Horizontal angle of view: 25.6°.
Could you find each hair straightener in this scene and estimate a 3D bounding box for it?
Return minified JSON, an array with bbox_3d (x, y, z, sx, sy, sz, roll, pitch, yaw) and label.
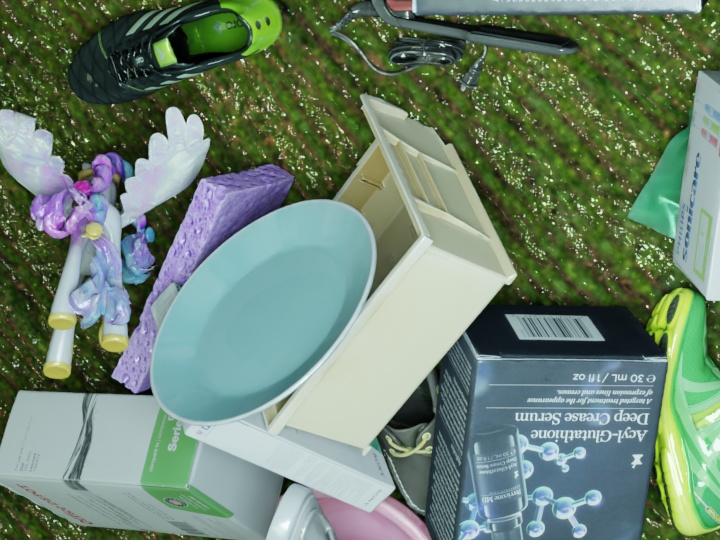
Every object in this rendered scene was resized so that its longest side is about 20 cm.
[{"bbox_3d":[0.071,-0.175,1.223,0.200,0.041,0.077,3,108,17],"label":"hair straightener"}]

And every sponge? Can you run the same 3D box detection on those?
[{"bbox_3d":[-0.129,0.005,1.311,0.030,0.112,0.200,35,115,17],"label":"sponge"}]

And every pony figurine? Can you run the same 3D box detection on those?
[{"bbox_3d":[-0.212,-0.036,1.261,0.166,0.200,0.193,6,154,-10],"label":"pony figurine"}]

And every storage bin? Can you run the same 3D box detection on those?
[{"bbox_3d":[0.000,0.000,1.217,0.094,0.199,0.200,21,120,-31],"label":"storage bin"}]

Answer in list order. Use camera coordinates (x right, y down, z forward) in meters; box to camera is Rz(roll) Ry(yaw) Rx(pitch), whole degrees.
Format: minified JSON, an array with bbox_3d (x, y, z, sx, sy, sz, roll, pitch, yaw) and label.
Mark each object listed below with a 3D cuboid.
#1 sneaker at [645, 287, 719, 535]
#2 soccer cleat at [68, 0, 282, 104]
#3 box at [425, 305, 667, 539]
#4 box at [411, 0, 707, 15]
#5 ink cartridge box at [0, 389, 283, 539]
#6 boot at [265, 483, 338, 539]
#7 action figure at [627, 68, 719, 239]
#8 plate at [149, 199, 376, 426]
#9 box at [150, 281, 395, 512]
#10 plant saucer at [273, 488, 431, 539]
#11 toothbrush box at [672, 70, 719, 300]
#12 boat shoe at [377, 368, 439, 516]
[{"bbox_3d":[0.269,0.107,1.248,0.083,0.074,0.200,-9,103,-5],"label":"sneaker"},{"bbox_3d":[-0.159,-0.179,1.275,0.200,0.081,0.068,-15,103,22],"label":"soccer cleat"},{"bbox_3d":[0.140,0.137,1.235,0.148,0.107,0.200,1,111,-10],"label":"box"},{"bbox_3d":[0.148,-0.242,1.116,0.200,0.148,0.107,2,108,17],"label":"box"},{"bbox_3d":[-0.186,0.166,1.347,0.200,0.146,0.084,1,65,26],"label":"ink cartridge box"},{"bbox_3d":[-0.018,0.231,1.265,0.095,0.200,0.074,19,71,12],"label":"boot"},{"bbox_3d":[0.286,-0.109,1.168,0.118,0.055,0.200,22,113,12],"label":"action figure"},{"bbox_3d":[-0.067,0.033,1.142,0.200,0.200,0.026,-25,128,24],"label":"plate"},{"bbox_3d":[-0.069,0.101,1.256,0.036,0.144,0.200,-44,131,19],"label":"box"},{"bbox_3d":[-0.002,0.269,1.383,0.200,0.051,0.201,10,113,24],"label":"plant saucer"},{"bbox_3d":[0.334,-0.058,1.114,0.199,0.086,0.146,2,110,-7],"label":"toothbrush box"},{"bbox_3d":[0.039,0.119,1.322,0.072,0.061,0.202,-6,106,19],"label":"boat shoe"}]
